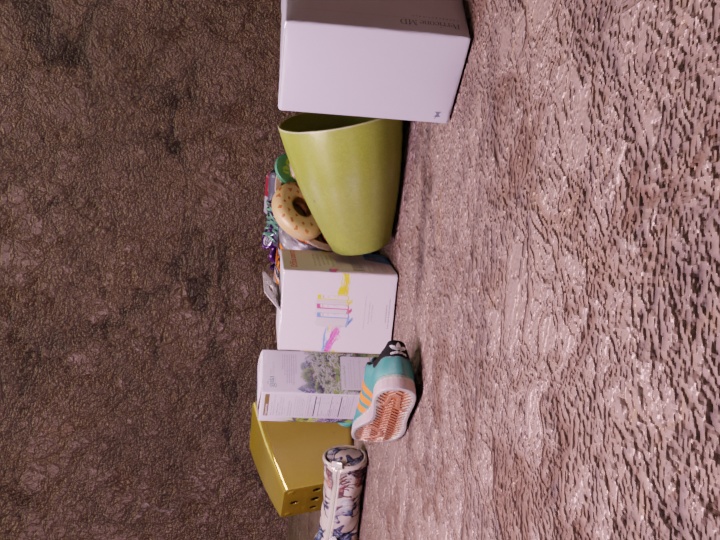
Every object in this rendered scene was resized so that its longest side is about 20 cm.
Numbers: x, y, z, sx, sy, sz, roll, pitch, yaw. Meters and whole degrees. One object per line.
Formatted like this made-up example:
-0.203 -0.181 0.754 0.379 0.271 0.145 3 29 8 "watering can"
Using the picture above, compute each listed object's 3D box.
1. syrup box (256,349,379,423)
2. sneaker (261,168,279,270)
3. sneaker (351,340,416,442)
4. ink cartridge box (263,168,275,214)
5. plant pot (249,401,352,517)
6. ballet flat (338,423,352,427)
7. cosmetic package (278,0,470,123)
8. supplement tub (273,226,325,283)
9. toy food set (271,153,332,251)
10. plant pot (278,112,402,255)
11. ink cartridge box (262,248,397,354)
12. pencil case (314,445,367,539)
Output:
-0.062 0.182 1.271 0.082 0.196 0.080 102 167 -47 "syrup box"
-0.145 -0.086 1.477 0.087 0.074 0.202 -43 -36 -29 "sneaker"
0.033 0.165 1.085 0.201 0.070 0.081 113 164 -54 "sneaker"
-0.088 -0.104 1.564 0.200 0.083 0.146 44 156 12 "ink cartridge box"
-0.109 0.374 1.634 0.201 0.196 0.178 103 156 -51 "plant pot"
-0.017 0.177 1.471 0.070 0.066 0.204 144 128 -59 "ballet flat"
0.008 -0.285 0.934 0.124 0.196 0.202 103 167 -51 "cosmetic package"
-0.089 -0.028 1.434 0.201 0.120 0.124 103 167 -49 "supplement tub"
-0.051 -0.126 1.337 0.049 0.197 0.201 136 144 -56 "toy food set"
-0.014 -0.133 1.220 0.188 0.184 0.203 -108 8 -69 "plant pot"
-0.054 0.045 1.257 0.129 0.196 0.128 -115 29 -74 "ink cartridge box"
-0.036 0.401 1.430 0.090 0.076 0.203 -54 -27 -65 "pencil case"
